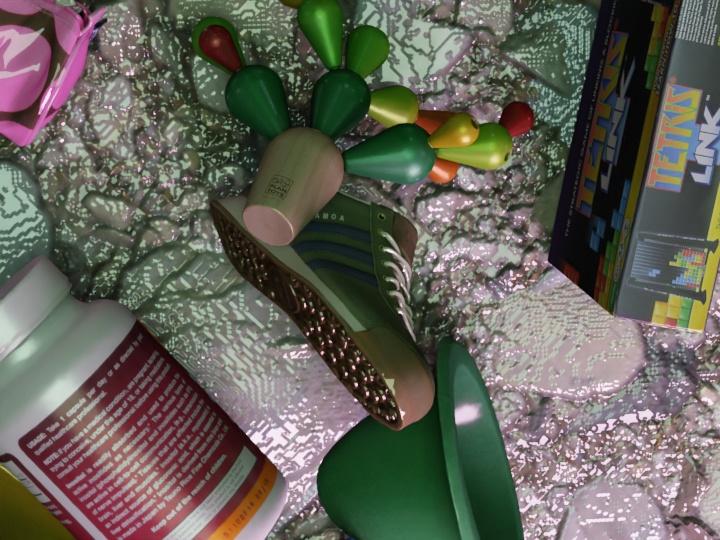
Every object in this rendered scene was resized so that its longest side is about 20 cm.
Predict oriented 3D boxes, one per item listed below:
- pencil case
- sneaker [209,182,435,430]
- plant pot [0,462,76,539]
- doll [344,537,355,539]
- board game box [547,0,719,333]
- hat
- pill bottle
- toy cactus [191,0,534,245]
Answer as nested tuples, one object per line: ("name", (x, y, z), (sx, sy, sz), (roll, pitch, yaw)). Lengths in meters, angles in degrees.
("pencil case", (-0.243, -0.159, 0.932), (0.200, 0.091, 0.094), (30, 131, -12))
("sneaker", (0.000, 0.000, 0.944), (0.090, 0.200, 0.067), (-30, 137, -19))
("plant pot", (-0.225, 0.252, 0.959), (0.194, 0.196, 0.200), (38, 101, -11))
("doll", (0.012, 0.230, 1.039), (0.199, 0.048, 0.137), (24, 75, -7))
("board game box", (0.165, -0.082, 0.946), (0.056, 0.165, 0.201), (10, 99, -9))
("hat", (-0.012, 0.135, 0.978), (0.175, 0.200, 0.166), (-14, 62, 13))
("pill bottle", (-0.145, 0.092, 0.971), (0.113, 0.113, 0.200), (-41, 102, 2))
("toy cactus", (-0.013, -0.085, 0.939), (0.200, 0.102, 0.165), (28, 53, 0))
